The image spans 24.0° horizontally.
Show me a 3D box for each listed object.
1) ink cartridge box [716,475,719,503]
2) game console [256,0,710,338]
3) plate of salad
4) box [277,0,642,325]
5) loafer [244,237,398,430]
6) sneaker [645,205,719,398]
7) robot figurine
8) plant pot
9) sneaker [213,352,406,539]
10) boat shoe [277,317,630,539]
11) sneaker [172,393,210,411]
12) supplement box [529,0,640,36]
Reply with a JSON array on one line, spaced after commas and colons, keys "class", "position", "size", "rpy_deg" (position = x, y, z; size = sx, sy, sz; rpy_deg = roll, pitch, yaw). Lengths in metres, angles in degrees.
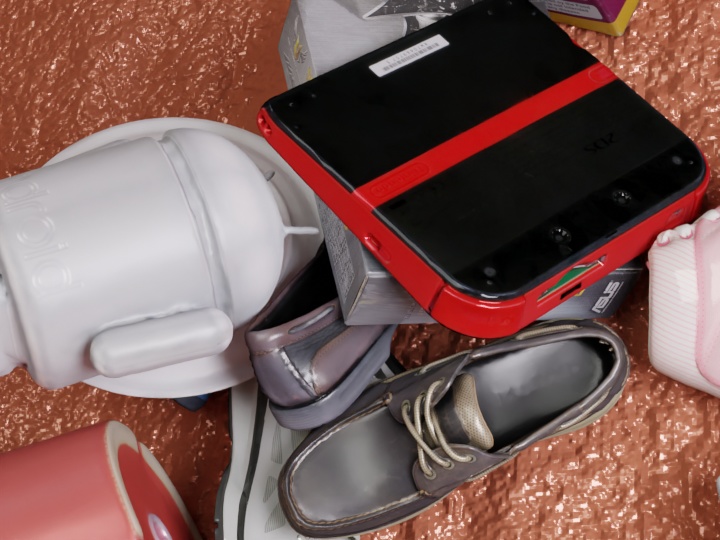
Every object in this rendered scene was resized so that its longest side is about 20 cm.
[{"class": "ink cartridge box", "position": [0.246, 0.133, 0.730], "size": [0.162, 0.050, 0.200], "rpy_deg": [-26, 24, 16]}, {"class": "game console", "position": [0.071, -0.061, 0.892], "size": [0.200, 0.031, 0.177], "rpy_deg": [-29, 61, -34]}, {"class": "plate of salad", "position": [-0.112, -0.007, 0.994], "size": [0.199, 0.048, 0.201], "rpy_deg": [2, 55, -3]}, {"class": "box", "position": [0.050, -0.066, 0.935], "size": [0.158, 0.048, 0.201], "rpy_deg": [0, 54, -19]}, {"class": "loafer", "position": [0.000, 0.000, 0.930], "size": [0.072, 0.063, 0.200], "rpy_deg": [-10, 33, 38]}, {"class": "sneaker", "position": [0.205, -0.027, 0.870], "size": [0.104, 0.075, 0.201], "rpy_deg": [14, 77, 28]}, {"class": "robot figurine", "position": [-0.126, -0.008, 0.895], "size": [0.199, 0.113, 0.170], "rpy_deg": [-19, 49, -16]}, {"class": "plant pot", "position": [-0.178, 0.184, 0.916], "size": [0.177, 0.201, 0.201], "rpy_deg": [-28, 55, 3]}, {"class": "sneaker", "position": [-0.012, 0.114, 0.920], "size": [0.115, 0.076, 0.201], "rpy_deg": [-18, 56, 23]}, {"class": "boat shoe", "position": [0.047, 0.074, 0.871], "size": [0.200, 0.073, 0.075], "rpy_deg": [-28, 78, -7]}, {"class": "sneaker", "position": [-0.125, -0.005, 1.050], "size": [0.078, 0.066, 0.200], "rpy_deg": [-33, 54, 6]}, {"class": "supplement box", "position": [0.086, -0.237, 0.966], "size": [0.131, 0.200, 0.103], "rpy_deg": [21, 78, 34]}]
